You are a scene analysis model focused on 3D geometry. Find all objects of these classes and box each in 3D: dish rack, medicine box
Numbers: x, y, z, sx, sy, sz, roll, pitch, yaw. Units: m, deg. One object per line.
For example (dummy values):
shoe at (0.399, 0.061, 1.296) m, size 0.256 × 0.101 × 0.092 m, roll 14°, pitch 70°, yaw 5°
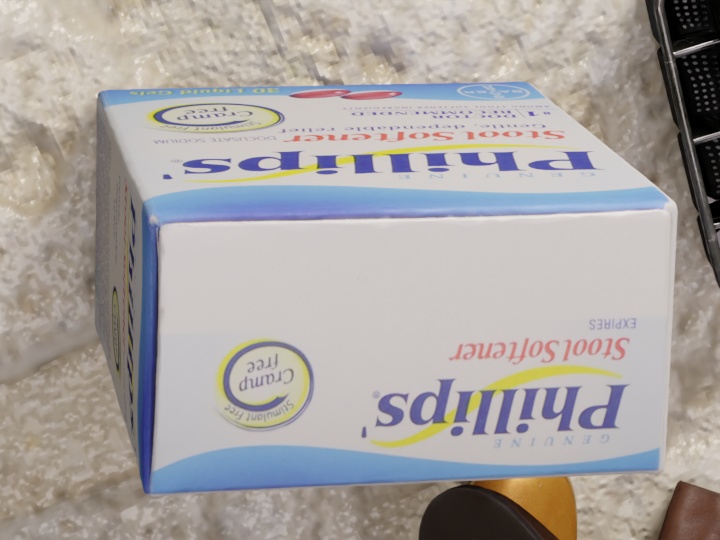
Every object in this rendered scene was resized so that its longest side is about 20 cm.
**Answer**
dish rack at (0.219, -0.084, 0.979) m, size 0.199 × 0.055 × 0.154 m, roll -18°, pitch 109°, yaw -6°
medicine box at (0.000, 0.000, 0.880) m, size 0.182 × 0.200 × 0.103 m, roll -2°, pitch 106°, yaw -11°

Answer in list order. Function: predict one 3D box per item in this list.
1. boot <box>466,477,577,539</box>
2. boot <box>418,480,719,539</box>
boot at (0.064, 0.188, 0.975) m, size 0.071 × 0.144 × 0.202 m, roll 11°, pitch 103°, yaw -15°
boot at (0.114, 0.123, 0.967) m, size 0.064 × 0.200 × 0.187 m, roll -27°, pitch 101°, yaw 33°
